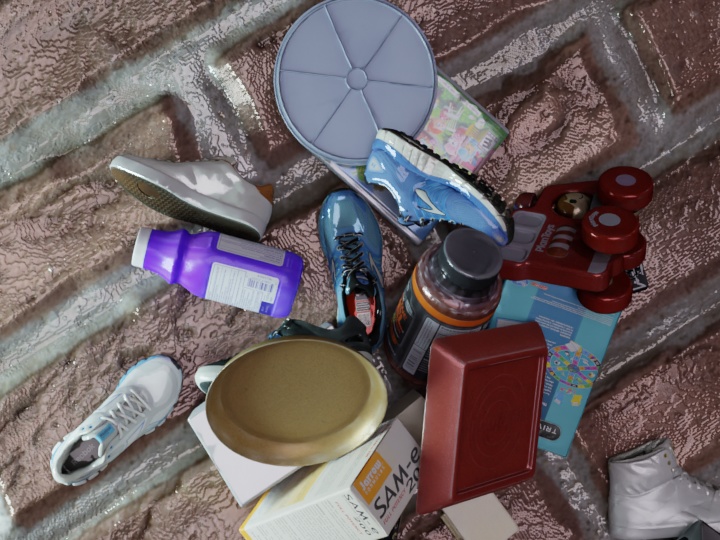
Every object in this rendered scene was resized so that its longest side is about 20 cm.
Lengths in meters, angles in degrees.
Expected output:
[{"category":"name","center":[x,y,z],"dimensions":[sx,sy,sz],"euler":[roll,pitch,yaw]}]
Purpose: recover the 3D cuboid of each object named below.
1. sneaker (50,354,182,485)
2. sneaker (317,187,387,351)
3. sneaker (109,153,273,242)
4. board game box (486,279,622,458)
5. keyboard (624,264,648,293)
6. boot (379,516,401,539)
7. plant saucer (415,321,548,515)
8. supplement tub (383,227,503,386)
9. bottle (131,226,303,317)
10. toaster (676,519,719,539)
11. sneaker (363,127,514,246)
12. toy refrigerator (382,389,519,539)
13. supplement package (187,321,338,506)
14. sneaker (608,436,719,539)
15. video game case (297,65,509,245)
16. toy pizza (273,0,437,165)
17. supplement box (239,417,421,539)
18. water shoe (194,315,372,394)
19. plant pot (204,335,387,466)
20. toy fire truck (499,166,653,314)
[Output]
[{"category":"sneaker","center":[-0.285,0.182,1.474],"dimensions":[0.075,0.087,0.200],"euler":[44,85,-4]},{"category":"sneaker","center":[0.000,0.000,1.498],"dimensions":[0.077,0.090,0.203],"euler":[-12,92,-6]},{"category":"sneaker","center":[-0.197,-0.105,1.496],"dimensions":[0.197,0.073,0.086],"euler":[22,65,-5]},{"category":"board game box","center":[0.214,0.107,1.527],"dimensions":[0.149,0.047,0.203],"euler":[19,99,-5]},{"category":"keyboard","center":[0.264,0.038,1.562],"dimensions":[0.197,0.021,0.129],"euler":[-16,93,-4]},{"category":"boot","center":[0.014,0.334,1.475],"dimensions":[0.072,0.151,0.203],"euler":[15,90,-6]},{"category":"plant saucer","center":[0.148,0.169,1.430],"dimensions":[0.198,0.036,0.204],"euler":[-6,104,-46]},{"category":"supplement tub","center":[0.100,0.040,1.449],"dimensions":[0.105,0.201,0.108],"euler":[9,50,-11]},{"category":"bottle","center":[-0.170,-0.004,1.484],"dimensions":[0.197,0.084,0.066],"euler":[15,48,-5]},{"category":"toaster","center":[0.423,0.432,1.504],"dimensions":[0.199,0.119,0.182],"euler":[36,122,-2]},{"category":"sneaker","center":[0.090,-0.082,1.461],"dimensions":[0.199,0.078,0.090],"euler":[33,105,13]},{"category":"toy refrigerator","center":[0.102,0.248,1.521],"dimensions":[0.070,0.076,0.201],"euler":[-37,95,-4]},{"category":"supplement package","center":[-0.089,0.165,1.476],"dimensions":[0.198,0.120,0.122],"euler":[-32,92,-5]},{"category":"sneaker","center":[0.403,0.265,1.555],"dimensions":[0.196,0.074,0.118],"euler":[-5,95,-5]},{"category":"video game case","center":[0.053,-0.165,1.535],"dimensions":[0.199,0.022,0.183],"euler":[40,87,-5]},{"category":"toy pizza","center":[-0.006,-0.227,1.502],"dimensions":[0.196,0.032,0.204],"euler":[0,91,-4]},{"category":"supplement box","center":[-0.029,0.259,1.429],"dimensions":[0.074,0.199,0.126],"euler":[52,42,-11]},{"category":"water shoe","center":[-0.086,0.097,1.395],"dimensions":[0.196,0.072,0.080],"euler":[-5,60,-3]},{"category":"plant pot","center":[-0.069,0.137,1.352],"dimensions":[0.196,0.028,0.202],"euler":[-3,131,-4]},{"category":"toy fire truck","center":[0.253,-0.048,1.489],"dimensions":[0.165,0.201,0.113],"euler":[12,131,18]}]
